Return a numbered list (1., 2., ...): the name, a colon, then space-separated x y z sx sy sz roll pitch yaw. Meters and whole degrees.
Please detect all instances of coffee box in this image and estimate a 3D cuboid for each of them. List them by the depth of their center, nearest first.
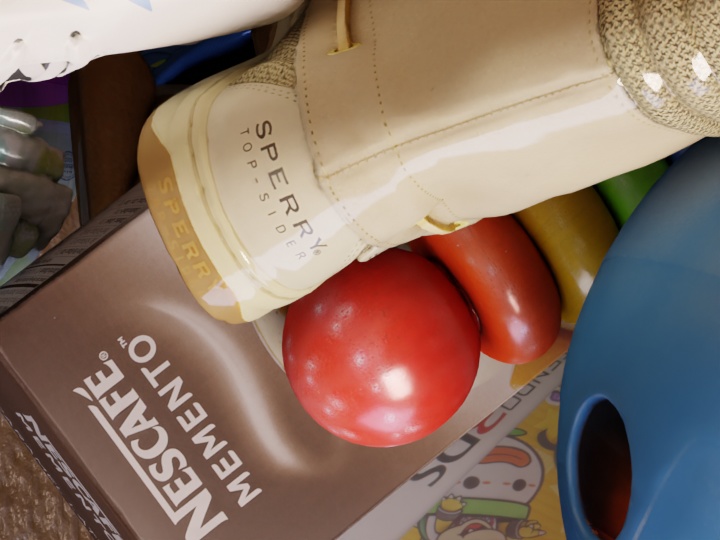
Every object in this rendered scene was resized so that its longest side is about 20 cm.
1. coffee box: -0.008 0.003 0.778 0.200 0.114 0.080 -39 -170 -14

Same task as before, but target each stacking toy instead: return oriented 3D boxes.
1. stacking toy: 0.063 -0.022 0.722 0.200 0.085 0.085 -33 -172 -14

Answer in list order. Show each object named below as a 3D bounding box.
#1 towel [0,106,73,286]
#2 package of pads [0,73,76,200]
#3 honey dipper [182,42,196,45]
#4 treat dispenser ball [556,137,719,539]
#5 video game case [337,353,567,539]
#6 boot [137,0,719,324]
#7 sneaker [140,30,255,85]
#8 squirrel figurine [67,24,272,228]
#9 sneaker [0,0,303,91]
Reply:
1. towel: -0.204 -0.021 0.810 0.200 0.048 0.171 13 158 -17
2. package of pads: -0.219 -0.049 0.964 0.200 0.068 0.154 -4 179 17
3. honey dipper: -0.119 -0.071 0.757 0.200 0.038 0.038 -8 -177 -42
4. treat dispenser ball: 0.146 0.043 0.612 0.201 0.201 0.201 -4 180 0
5. video game case: 0.107 0.073 0.763 0.200 0.023 0.182 25 -125 38
6. boot: 0.050 -0.063 0.623 0.155 0.073 0.200 -21 -170 26
7. sneaker: -0.017 -0.061 1.034 0.200 0.076 0.105 -4 179 -25
8. squirrel figurine: 0.000 0.000 0.898 0.186 0.200 0.142 -5 174 -8
9. sneaker: -0.106 -0.052 0.571 0.200 0.073 0.072 -6 179 -15
